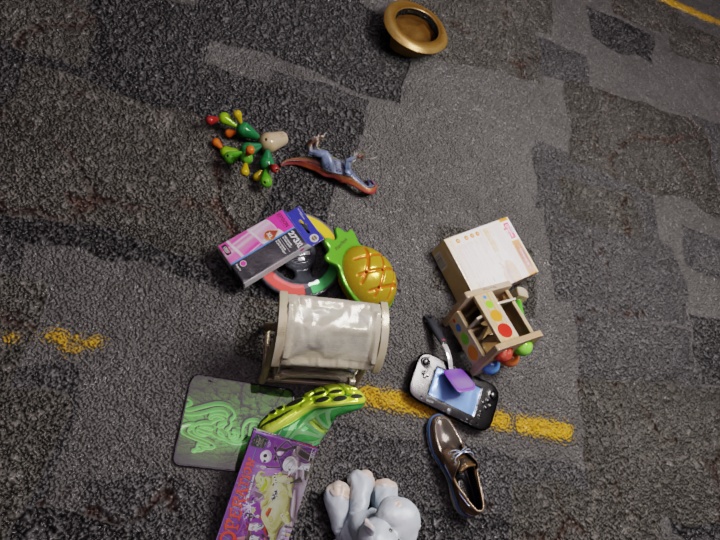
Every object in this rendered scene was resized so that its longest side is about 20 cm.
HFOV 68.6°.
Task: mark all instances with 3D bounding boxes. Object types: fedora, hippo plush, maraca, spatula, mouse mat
[{"bbox_3d":[0.141,-0.647,1.452,0.200,0.082,0.202,11,62,-20],"label":"fedora"},{"bbox_3d":[0.011,0.430,0.900,0.200,0.161,0.160,-31,81,-28],"label":"hippo plush"},{"bbox_3d":[0.000,0.000,1.102,0.200,0.107,0.137,50,41,-10],"label":"maraca"},{"bbox_3d":[0.182,0.172,1.120,0.056,0.021,0.201,1,49,-30],"label":"spatula"},{"bbox_3d":[-0.226,0.283,0.968,0.199,0.008,0.162,12,65,-14],"label":"mouse mat"}]

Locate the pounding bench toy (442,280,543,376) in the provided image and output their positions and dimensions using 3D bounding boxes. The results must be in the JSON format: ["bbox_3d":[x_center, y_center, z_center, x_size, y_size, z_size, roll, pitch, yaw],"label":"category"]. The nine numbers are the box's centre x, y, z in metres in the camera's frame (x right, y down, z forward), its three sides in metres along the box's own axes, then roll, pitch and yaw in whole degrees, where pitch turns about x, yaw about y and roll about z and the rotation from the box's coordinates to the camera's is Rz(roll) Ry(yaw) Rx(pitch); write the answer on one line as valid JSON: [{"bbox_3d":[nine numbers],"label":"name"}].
[{"bbox_3d":[0.314,0.123,1.142,0.199,0.124,0.156,-12,60,-26],"label":"pounding bench toy"}]

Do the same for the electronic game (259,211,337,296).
[{"bbox_3d":[-0.133,-0.034,1.116,0.199,0.042,0.201,7,66,-17],"label":"electronic game"}]

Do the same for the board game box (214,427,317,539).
[{"bbox_3d":[-0.160,0.385,0.902,0.120,0.032,0.201,19,82,-6],"label":"board game box"}]

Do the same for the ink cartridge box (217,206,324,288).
[{"bbox_3d":[-0.179,-0.056,1.075,0.200,0.037,0.095,-33,77,-23],"label":"ink cartridge box"}]

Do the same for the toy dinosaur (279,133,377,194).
[{"bbox_3d":[-0.051,-0.233,1.233,0.200,0.105,0.182,-35,96,9],"label":"toy dinosaur"}]

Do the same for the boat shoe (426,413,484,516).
[{"bbox_3d":[0.196,0.377,1.039,0.072,0.072,0.201,-16,74,-25],"label":"boat shoe"}]

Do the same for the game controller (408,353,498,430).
[{"bbox_3d":[0.195,0.255,1.107,0.199,0.042,0.105,27,56,-7],"label":"game controller"}]

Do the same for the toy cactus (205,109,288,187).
[{"bbox_3d":[-0.232,-0.282,1.167,0.165,0.102,0.200,-31,72,-37],"label":"toy cactus"}]

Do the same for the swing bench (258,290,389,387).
[{"bbox_3d":[-0.072,0.136,0.974,0.198,0.200,0.130,7,66,-17],"label":"swing bench"}]

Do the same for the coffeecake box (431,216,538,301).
[{"bbox_3d":[0.293,-0.021,1.242,0.199,0.073,0.154,-20,75,-25],"label":"coffeecake box"}]

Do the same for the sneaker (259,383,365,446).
[{"bbox_3d":[-0.083,0.270,0.966,0.199,0.074,0.084,-21,109,0],"label":"sneaker"}]
